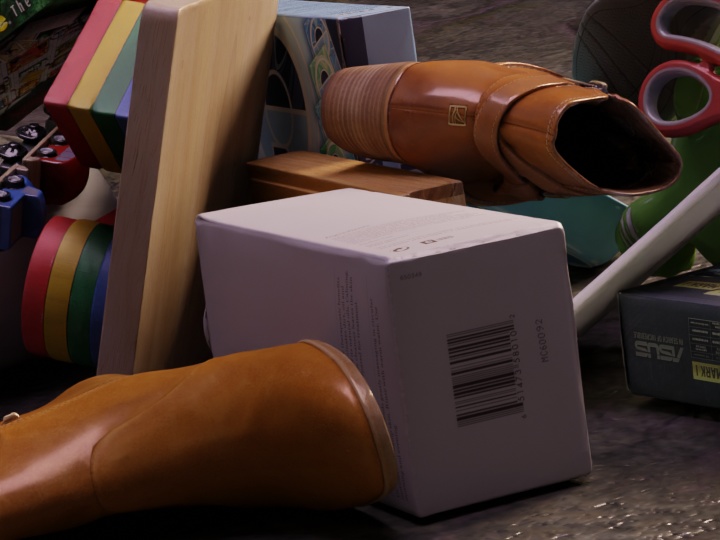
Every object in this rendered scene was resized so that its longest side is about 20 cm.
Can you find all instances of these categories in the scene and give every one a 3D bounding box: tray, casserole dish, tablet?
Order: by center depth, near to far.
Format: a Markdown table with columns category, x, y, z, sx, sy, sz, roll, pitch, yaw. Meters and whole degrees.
| category | x | y | z | sx | sy | sz | roll | pitch | yaw |
| --- | --- | --- | --- | --- | --- | --- | --- | --- | --- |
| tablet | 0.140 | -0.016 | 1.248 | 0.200 | 0.014 | 0.130 | -43 | -6 | 29 |
| tray | 0.000 | 0.000 | 1.346 | 0.037 | 0.099 | 0.200 | -12 | 11 | -20 |
| casserole dish | 0.064 | -0.049 | 1.533 | 0.199 | 0.039 | 0.121 | 25 | -4 | -23 |

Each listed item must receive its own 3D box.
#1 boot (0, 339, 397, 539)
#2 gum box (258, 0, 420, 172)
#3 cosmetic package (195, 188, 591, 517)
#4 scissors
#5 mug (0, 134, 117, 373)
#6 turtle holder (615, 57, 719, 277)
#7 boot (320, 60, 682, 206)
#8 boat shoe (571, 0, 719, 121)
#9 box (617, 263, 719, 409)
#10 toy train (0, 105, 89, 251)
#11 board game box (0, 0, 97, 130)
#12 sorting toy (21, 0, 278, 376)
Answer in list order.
| category | x | y | z | sx | sy | sz | roll | pitch | yaw |
| --- | --- | --- | --- | --- | --- | --- | --- | --- | --- |
| boot | -0.083 | 0.079 | 1.096 | 0.143 | 0.071 | 0.201 | -19 | 10 | -24 |
| gum box | -0.019 | -0.056 | 1.475 | 0.044 | 0.171 | 0.200 | -11 | 10 | -20 |
| cosmetic package | 0.008 | 0.029 | 1.160 | 0.084 | 0.109 | 0.200 | -12 | 12 | -23 |
| scissors | 0.205 | -0.078 | 1.284 | 0.199 | 0.074 | 0.014 | 24 | 4 | 43 |
| mug | -0.218 | -0.011 | 1.487 | 0.186 | 0.151 | 0.153 | 8 | 10 | 37 |
| turtle holder | 0.223 | -0.042 | 1.381 | 0.141 | 0.186 | 0.132 | 42 | 15 | 19 |
| boot | 0.098 | -0.067 | 1.339 | 0.155 | 0.077 | 0.199 | 9 | -3 | 45 |
| boat shoe | 0.169 | -0.135 | 1.397 | 0.064 | 0.075 | 0.202 | -25 | -22 | -32 |
| box | 0.230 | 0.024 | 1.168 | 0.157 | 0.051 | 0.199 | -13 | 11 | -34 |
| toy train | -0.159 | -0.050 | 1.394 | 0.045 | 0.034 | 0.200 | 12 | 23 | 11 |
| board game box | -0.142 | -0.137 | 1.437 | 0.199 | 0.024 | 0.105 | -34 | -18 | 20 |
| sorting toy | -0.107 | -0.046 | 1.365 | 0.069 | 0.202 | 0.199 | 11 | 13 | 10 |
